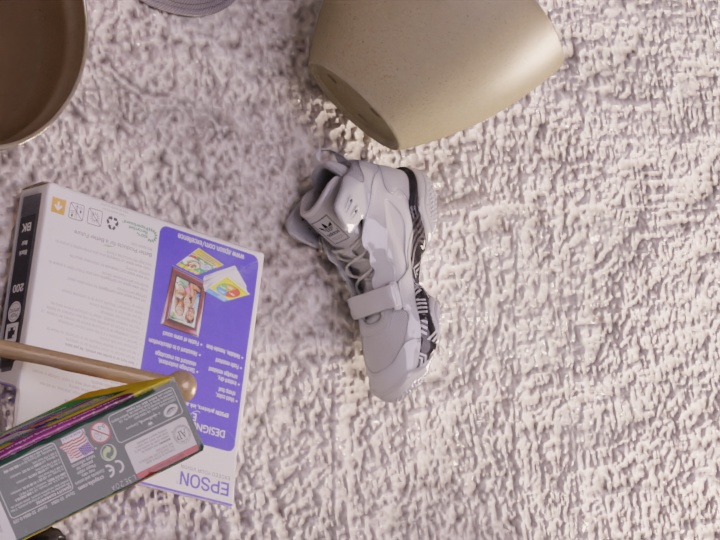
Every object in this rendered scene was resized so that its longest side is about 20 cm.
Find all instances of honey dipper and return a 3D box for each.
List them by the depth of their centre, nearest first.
[{"bbox_3d":[-0.210,0.060,1.685,0.199,0.038,0.038,11,70,-11],"label":"honey dipper"}]

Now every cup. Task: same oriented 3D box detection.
[{"bbox_3d":[0.042,-0.181,1.947,0.143,0.200,0.200,-47,113,-10],"label":"cup"}]

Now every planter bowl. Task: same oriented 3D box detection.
[{"bbox_3d":[-0.302,-0.164,1.650,0.199,0.134,0.202,12,71,-39],"label":"planter bowl"}]

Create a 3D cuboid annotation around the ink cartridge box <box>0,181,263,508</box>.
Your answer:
[{"bbox_3d":[-0.169,0.058,1.775,0.197,0.043,0.201,19,68,-36],"label":"ink cartridge box"}]

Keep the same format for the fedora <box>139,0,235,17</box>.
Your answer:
[{"bbox_3d":[-0.119,-0.304,1.879,0.176,0.090,0.201,15,70,-39],"label":"fedora"}]

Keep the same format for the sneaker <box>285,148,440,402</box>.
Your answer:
[{"bbox_3d":[0.000,0.000,1.925,0.115,0.075,0.201,20,61,-36],"label":"sneaker"}]

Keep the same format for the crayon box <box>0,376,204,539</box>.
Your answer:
[{"bbox_3d":[-0.224,0.138,1.586,0.199,0.172,0.059,-25,94,-26],"label":"crayon box"}]

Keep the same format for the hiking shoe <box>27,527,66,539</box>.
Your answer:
[{"bbox_3d":[-0.234,0.274,1.654,0.101,0.075,0.201,38,65,-39],"label":"hiking shoe"}]
